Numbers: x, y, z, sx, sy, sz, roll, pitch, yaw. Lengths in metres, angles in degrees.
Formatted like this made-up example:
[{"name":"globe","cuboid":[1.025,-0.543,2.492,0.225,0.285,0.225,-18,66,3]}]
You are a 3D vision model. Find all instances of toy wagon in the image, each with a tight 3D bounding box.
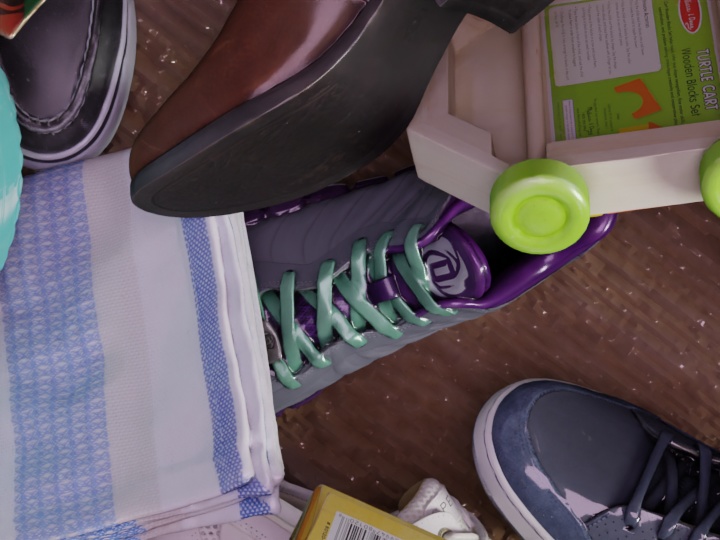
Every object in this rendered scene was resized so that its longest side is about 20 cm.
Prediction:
[{"name":"toy wagon","cuboid":[0.115,-0.072,0.908,0.199,0.156,0.040,-7,131,8]}]

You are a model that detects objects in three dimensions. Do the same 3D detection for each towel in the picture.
[{"name":"towel","cuboid":[-0.126,0.036,0.928,0.199,0.024,0.148,-15,65,12]}]

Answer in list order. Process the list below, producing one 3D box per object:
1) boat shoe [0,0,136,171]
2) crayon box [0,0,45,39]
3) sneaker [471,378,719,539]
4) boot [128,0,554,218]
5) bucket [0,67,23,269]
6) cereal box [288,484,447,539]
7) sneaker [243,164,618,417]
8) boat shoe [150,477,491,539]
[{"name":"boat shoe","cuboid":[-0.116,-0.134,0.940,0.073,0.068,0.201,1,95,-1]},{"name":"crayon box","cuboid":[-0.150,-0.177,0.848,0.200,0.051,0.127,33,70,15]},{"name":"sneaker","cuboid":[0.149,0.080,0.924,0.202,0.146,0.077,33,56,-9]},{"name":"boot","cuboid":[-0.033,-0.139,0.905,0.188,0.068,0.201,-41,59,27]},{"name":"bucket","cuboid":[-0.210,-0.023,0.852,0.206,0.135,0.208,3,105,11]},{"name":"cereal box","cuboid":[0.015,0.172,0.928,0.143,0.040,0.200,24,135,-3]},{"name":"sneaker","cuboid":[0.000,0.000,0.934,0.199,0.088,0.075,-27,97,-7]},{"name":"boat shoe","cuboid":[0.018,0.110,0.963,0.199,0.071,0.070,18,94,-1]}]
